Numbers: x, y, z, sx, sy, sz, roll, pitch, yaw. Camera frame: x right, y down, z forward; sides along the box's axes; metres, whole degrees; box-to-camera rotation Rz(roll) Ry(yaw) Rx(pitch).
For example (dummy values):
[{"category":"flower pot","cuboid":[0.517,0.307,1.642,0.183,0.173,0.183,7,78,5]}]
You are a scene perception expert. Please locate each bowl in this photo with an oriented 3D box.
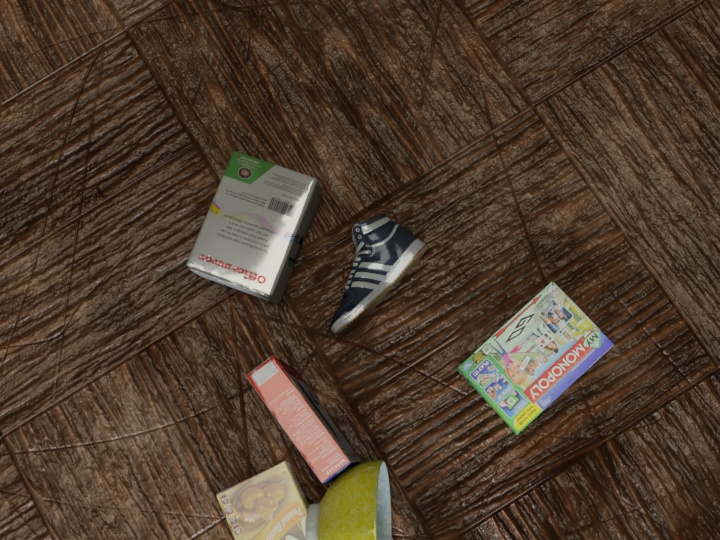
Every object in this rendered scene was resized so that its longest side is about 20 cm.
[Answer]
[{"category":"bowl","cuboid":[-0.018,0.366,1.315,0.107,0.200,0.201,-2,78,8]}]

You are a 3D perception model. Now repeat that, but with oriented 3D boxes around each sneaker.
[{"category":"sneaker","cuboid":[0.000,0.000,1.454,0.108,0.070,0.200,43,78,7]}]

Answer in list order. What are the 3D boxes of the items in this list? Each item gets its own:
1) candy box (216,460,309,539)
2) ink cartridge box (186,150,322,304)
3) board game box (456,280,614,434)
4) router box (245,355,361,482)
[{"category":"candy box","cuboid":[-0.118,0.397,1.388,0.115,0.055,0.200,-26,77,-2]},{"category":"ink cartridge box","cuboid":[-0.164,-0.065,1.476,0.144,0.084,0.201,19,80,9]},{"category":"board game box","cuboid":[0.265,0.131,1.426,0.200,0.029,0.135,-42,77,-4]},{"category":"router box","cuboid":[-0.077,0.217,1.351,0.049,0.200,0.180,-37,79,-3]}]
